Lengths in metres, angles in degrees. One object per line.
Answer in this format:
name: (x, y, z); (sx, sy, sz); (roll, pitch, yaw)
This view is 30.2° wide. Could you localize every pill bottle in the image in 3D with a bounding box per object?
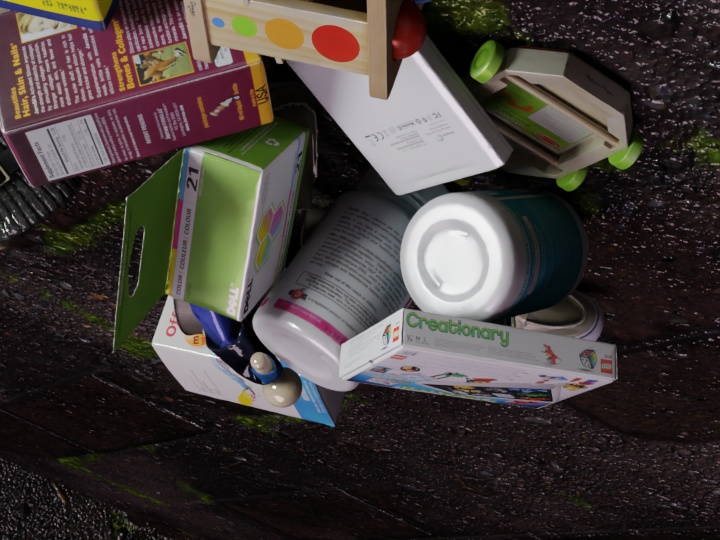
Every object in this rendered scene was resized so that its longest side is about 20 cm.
pill bottle: (0.000, 0.000, 1.220); (0.113, 0.200, 0.114); (29, 159, 13)
pill bottle: (0.128, -0.015, 1.157); (0.110, 0.112, 0.200); (1, -175, 33)

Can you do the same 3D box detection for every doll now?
doll: (-0.120, 0.062, 1.254); (0.200, 0.048, 0.136); (53, 165, -31)

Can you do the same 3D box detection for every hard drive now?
hard drive: (0.015, -0.149, 1.049); (0.131, 0.026, 0.200); (-12, 125, 50)

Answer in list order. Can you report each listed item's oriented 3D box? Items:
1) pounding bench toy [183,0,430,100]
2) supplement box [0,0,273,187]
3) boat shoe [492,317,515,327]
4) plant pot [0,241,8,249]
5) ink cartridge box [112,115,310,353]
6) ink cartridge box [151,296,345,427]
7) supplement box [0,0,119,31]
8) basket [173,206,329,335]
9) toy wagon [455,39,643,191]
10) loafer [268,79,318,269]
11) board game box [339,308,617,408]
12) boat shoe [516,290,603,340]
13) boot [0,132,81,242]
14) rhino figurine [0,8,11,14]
pounding bench toy: (-0.024, -0.229, 0.843); (0.155, 0.125, 0.201); (13, 147, 10)
supplement box: (-0.179, -0.154, 1.031); (0.199, 0.111, 0.086); (-16, 153, -5)
boat shoe: (0.116, 0.033, 1.270); (0.063, 0.200, 0.071); (23, 115, -7)
plant pot: (-0.471, -0.092, 1.417); (0.187, 0.202, 0.201); (2, 157, -4)
ink cartridge box: (-0.120, -0.027, 1.084); (0.075, 0.200, 0.149); (19, 122, 10)
ink cartridge box: (-0.113, 0.069, 1.541); (0.199, 0.148, 0.145); (11, 156, 16)
supplement box: (-0.225, -0.274, 0.915); (0.108, 0.110, 0.200); (14, 157, 8)
basket: (-0.069, -0.004, 1.360); (0.198, 0.181, 0.137); (3, 123, 11)
toy wagon: (0.128, -0.119, 1.090); (0.155, 0.040, 0.200); (28, 155, -22)
loafer: (-0.066, -0.081, 1.201); (0.075, 0.070, 0.201); (-15, 137, -18)
board game box: (0.097, 0.077, 1.117); (0.199, 0.035, 0.126); (10, 160, -22)
boat shoe: (0.150, 0.033, 1.369); (0.199, 0.072, 0.062); (11, 159, 22)
boot: (-0.398, -0.091, 1.311); (0.210, 0.080, 0.158); (-26, 117, 0)
rhino figurine: (-0.257, -0.202, 1.109); (0.059, 0.088, 0.200); (-21, 147, 8)
